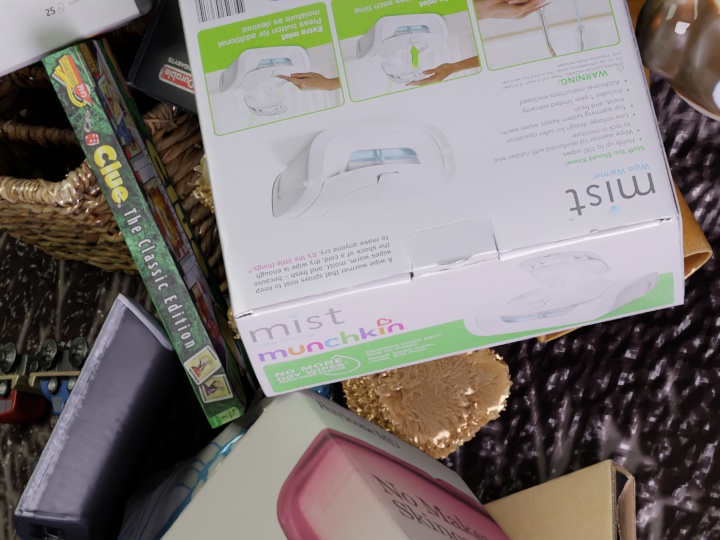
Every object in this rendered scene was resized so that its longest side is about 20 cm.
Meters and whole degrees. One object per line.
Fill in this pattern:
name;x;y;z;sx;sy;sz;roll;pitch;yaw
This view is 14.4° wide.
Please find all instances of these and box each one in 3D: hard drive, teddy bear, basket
hard drive;-0.133;0.086;1.487;0.200;0.042;0.136;104;-169;-81
teddy bear;0.000;0.000;1.408;0.200;0.067;0.145;42;90;6
basket;-0.148;-0.084;1.602;0.199;0.149;0.144;11;77;50

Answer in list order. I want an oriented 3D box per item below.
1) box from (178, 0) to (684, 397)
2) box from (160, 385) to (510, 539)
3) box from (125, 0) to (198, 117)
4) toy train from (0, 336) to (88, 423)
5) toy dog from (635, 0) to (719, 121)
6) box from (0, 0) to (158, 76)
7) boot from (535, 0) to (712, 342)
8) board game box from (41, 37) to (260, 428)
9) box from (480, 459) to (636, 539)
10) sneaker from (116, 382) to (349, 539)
box;0.032;-0.058;1.282;0.199;0.097;0.177;-13;64;2
box;0.016;0.163;1.269;0.109;0.128;0.200;-51;41;10
box;-0.001;-0.130;1.465;0.199;0.046;0.160;24;91;16
toy train;-0.203;0.068;1.663;0.199;0.034;0.046;-7;72;47
toy dog;0.199;-0.160;1.287;0.193;0.139;0.201;14;81;50
box;-0.181;-0.130;1.528;0.155;0.041;0.200;-22;7;7
boot;0.125;-0.061;1.365;0.201;0.071;0.144;-36;68;-15
board game box;-0.103;-0.022;1.445;0.023;0.201;0.105;-24;6;3
box;0.048;0.191;1.337;0.199;0.021;0.164;-24;52;37
sneaker;-0.080;0.117;1.480;0.200;0.075;0.087;-47;36;17
